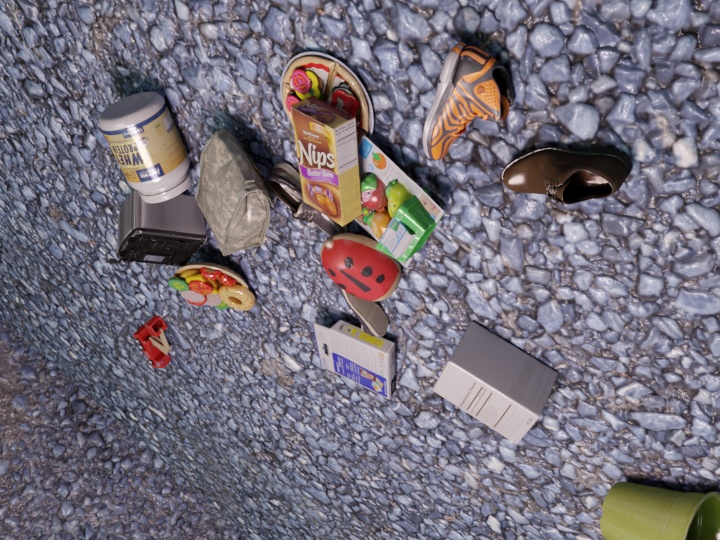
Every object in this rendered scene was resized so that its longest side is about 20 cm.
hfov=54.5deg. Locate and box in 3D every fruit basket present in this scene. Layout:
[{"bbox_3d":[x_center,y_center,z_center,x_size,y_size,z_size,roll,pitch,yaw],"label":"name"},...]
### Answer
[{"bbox_3d":[0.042,-0.117,1.277,0.199,0.094,0.186,40,142,5],"label":"fruit basket"}]

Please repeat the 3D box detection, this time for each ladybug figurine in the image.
[{"bbox_3d":[0.000,0.000,1.386,0.135,0.073,0.199,-30,132,35],"label":"ladybug figurine"}]

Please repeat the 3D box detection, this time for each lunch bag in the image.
[{"bbox_3d":[-0.252,-0.162,1.414,0.165,0.116,0.201,59,149,23],"label":"lunch bag"}]

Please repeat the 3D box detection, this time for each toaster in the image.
[{"bbox_3d":[-0.481,-0.093,1.650,0.197,0.121,0.180,5,155,-32],"label":"toaster"}]

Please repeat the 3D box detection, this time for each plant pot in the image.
[{"bbox_3d":[0.585,0.505,1.377,0.189,0.200,0.202,9,134,50],"label":"plant pot"}]

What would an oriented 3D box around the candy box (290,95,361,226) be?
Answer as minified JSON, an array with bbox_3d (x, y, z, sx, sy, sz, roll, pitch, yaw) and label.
[{"bbox_3d":[-0.059,-0.192,1.241,0.116,0.056,0.202,33,142,36],"label":"candy box"}]

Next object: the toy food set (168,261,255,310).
[{"bbox_3d":[-0.373,0.044,1.746,0.195,0.049,0.200,-6,148,24],"label":"toy food set"}]

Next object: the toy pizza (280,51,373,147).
[{"bbox_3d":[-0.066,-0.289,1.246,0.198,0.032,0.202,22,138,21],"label":"toy pizza"}]

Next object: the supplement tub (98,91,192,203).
[{"bbox_3d":[-0.453,-0.262,1.497,0.142,0.145,0.202,8,132,33],"label":"supplement tub"}]

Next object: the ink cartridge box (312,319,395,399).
[{"bbox_3d":[-0.010,0.200,1.647,0.198,0.047,0.199,24,147,21],"label":"ink cartridge box"}]

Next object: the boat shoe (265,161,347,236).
[{"bbox_3d":[-0.112,-0.129,1.409,0.200,0.065,0.072,46,141,-7],"label":"boat shoe"}]

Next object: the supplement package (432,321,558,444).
[{"bbox_3d":[0.266,0.222,1.393,0.198,0.122,0.121,32,141,11],"label":"supplement package"}]

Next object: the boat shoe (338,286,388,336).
[{"bbox_3d":[-0.011,0.065,1.509,0.062,0.073,0.201,-2,131,43],"label":"boat shoe"}]

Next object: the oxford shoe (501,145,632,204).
[{"bbox_3d":[0.296,-0.140,1.055,0.198,0.085,0.073,0,129,41],"label":"oxford shoe"}]

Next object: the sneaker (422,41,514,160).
[{"bbox_3d":[0.166,-0.237,1.072,0.111,0.078,0.202,29,140,15],"label":"sneaker"}]

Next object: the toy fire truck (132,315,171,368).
[{"bbox_3d":[-0.638,0.228,2.191,0.139,0.049,0.202,5,130,35],"label":"toy fire truck"}]
